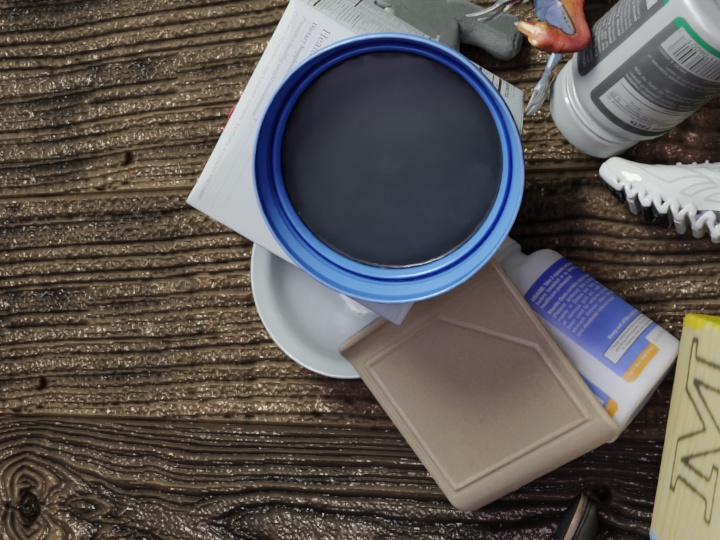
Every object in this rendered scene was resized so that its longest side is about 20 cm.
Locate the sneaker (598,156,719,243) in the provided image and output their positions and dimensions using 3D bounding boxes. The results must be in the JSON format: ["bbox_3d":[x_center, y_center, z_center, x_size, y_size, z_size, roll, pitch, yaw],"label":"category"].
[{"bbox_3d":[0.309,-0.066,1.005,0.199,0.075,0.081,21,90,13],"label":"sneaker"}]

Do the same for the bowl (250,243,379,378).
[{"bbox_3d":[0.000,0.000,1.116,0.200,0.090,0.202,1,91,21],"label":"bowl"}]

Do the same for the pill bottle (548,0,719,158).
[{"bbox_3d":[0.248,-0.179,0.954,0.114,0.113,0.200,65,150,9],"label":"pill bottle"}]

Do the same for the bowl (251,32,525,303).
[{"bbox_3d":[0.021,-0.076,0.847,0.199,0.039,0.202,3,110,7],"label":"bowl"}]

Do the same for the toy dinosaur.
[{"bbox_3d":[0.161,-0.244,0.987,0.200,0.105,0.182,-57,28,9],"label":"toy dinosaur"}]

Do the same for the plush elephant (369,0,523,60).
[{"bbox_3d":[0.024,-0.188,1.079,0.199,0.155,0.165,29,61,-18],"label":"plush elephant"}]

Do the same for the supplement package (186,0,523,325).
[{"bbox_3d":[0.000,-0.102,0.941,0.199,0.147,0.192,29,112,-3],"label":"supplement package"}]

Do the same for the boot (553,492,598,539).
[{"bbox_3d":[0.211,0.306,1.053,0.096,0.075,0.201,16,104,9],"label":"boot"}]

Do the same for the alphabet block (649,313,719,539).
[{"bbox_3d":[0.351,0.152,0.893,0.194,0.196,0.201,7,94,-2],"label":"alphabet block"}]

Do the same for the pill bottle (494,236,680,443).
[{"bbox_3d":[0.177,0.052,1.033,0.200,0.112,0.112,38,104,18],"label":"pill bottle"}]

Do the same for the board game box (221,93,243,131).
[{"bbox_3d":[-0.111,-0.122,1.120,0.200,0.039,0.159,16,94,63],"label":"board game box"}]

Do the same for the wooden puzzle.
[{"bbox_3d":[0.101,0.100,1.006,0.185,0.037,0.200,-36,94,35],"label":"wooden puzzle"}]
